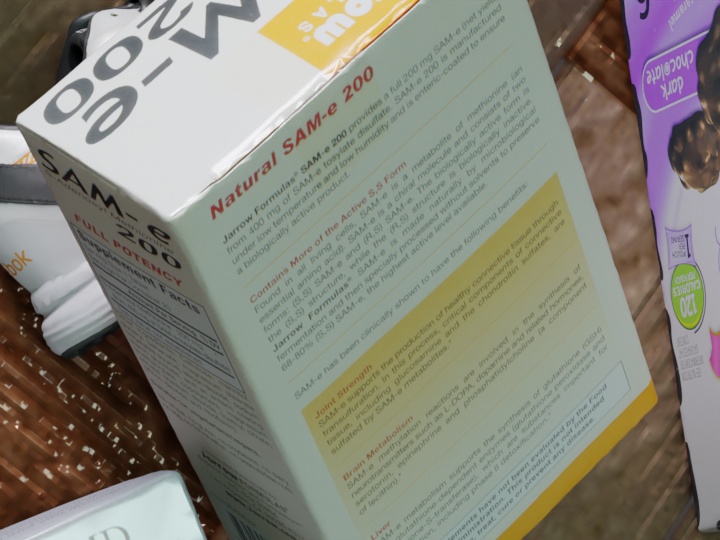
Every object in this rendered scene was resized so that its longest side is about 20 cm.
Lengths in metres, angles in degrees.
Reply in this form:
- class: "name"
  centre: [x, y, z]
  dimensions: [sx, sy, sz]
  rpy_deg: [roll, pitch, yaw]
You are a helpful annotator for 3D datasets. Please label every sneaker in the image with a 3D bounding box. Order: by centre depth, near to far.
- class: "sneaker"
  centre: [-0.039, -0.065, 0.899]
  dimensions: [0.200, 0.074, 0.080]
  rpy_deg: [-43, 93, -20]

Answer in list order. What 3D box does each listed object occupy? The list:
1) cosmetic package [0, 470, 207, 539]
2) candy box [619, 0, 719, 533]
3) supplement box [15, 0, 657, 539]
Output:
- class: "cosmetic package"
  centre: [-0.068, 0.169, 0.855]
  dimensions: [0.101, 0.074, 0.201]
  rpy_deg: [-23, 91, -21]
- class: "candy box"
  centre: [0.153, -0.025, 0.908]
  dimensions: [0.071, 0.168, 0.201]
  rpy_deg: [-6, 84, -19]
- class: "supplement box"
  centre: [0.000, 0.000, 0.847]
  dimensions: [0.126, 0.073, 0.201]
  rpy_deg: [-42, 137, -20]
